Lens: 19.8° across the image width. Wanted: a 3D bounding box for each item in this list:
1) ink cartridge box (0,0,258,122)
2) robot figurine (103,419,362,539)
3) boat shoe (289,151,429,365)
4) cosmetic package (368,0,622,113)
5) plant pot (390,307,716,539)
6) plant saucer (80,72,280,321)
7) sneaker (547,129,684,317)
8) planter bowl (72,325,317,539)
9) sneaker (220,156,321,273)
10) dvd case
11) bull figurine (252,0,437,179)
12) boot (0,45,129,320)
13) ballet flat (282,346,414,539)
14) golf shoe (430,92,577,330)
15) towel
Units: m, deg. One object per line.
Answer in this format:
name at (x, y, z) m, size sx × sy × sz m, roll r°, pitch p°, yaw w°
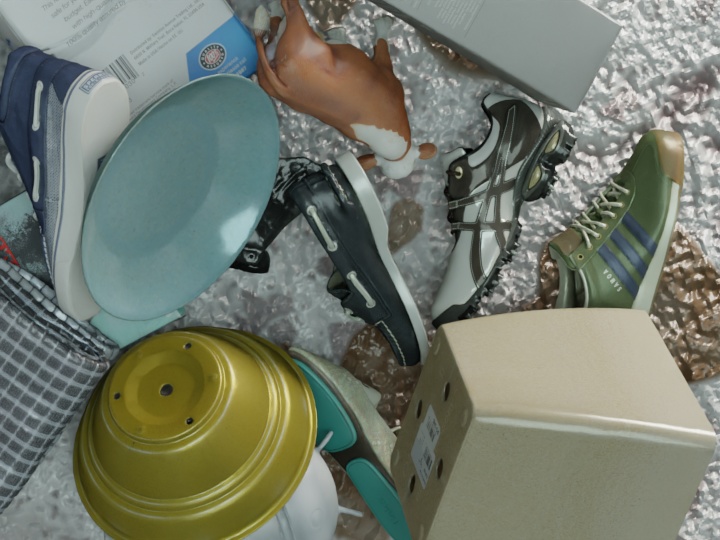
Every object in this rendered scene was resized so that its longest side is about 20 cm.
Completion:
ink cartridge box at (-0.191, -0.193, 1.576) m, size 0.146 × 0.086 × 0.201 m, roll -39°, pitch 100°, yaw -12°
robot figurine at (-0.103, 0.195, 1.632) m, size 0.198 × 0.113 × 0.171 m, roll -20°, pitch 101°, yaw -6°
boat shoe at (0.000, 0.000, 1.620) m, size 0.060 × 0.076 × 0.201 m, roll -26°, pitch 119°, yaw -5°
cosmetic package at (0.092, -0.208, 1.606) m, size 0.199 × 0.107 × 0.091 m, roll 31°, pitch 92°, yaw -17°
plant pot at (0.132, 0.143, 1.583) m, size 0.175 × 0.200 × 0.201 m, roll 12°, pitch 115°, yaw -17°
plant saucer at (-0.142, -0.060, 1.523) m, size 0.039 × 0.201 × 0.202 m, roll 32°, pitch 92°, yaw 31°
sneaker at (0.199, -0.021, 1.674) m, size 0.089 × 0.067 × 0.202 m, roll 10°, pitch 99°, yaw -15°
planter bowl at (-0.138, 0.109, 1.573) m, size 0.199 × 0.201 × 0.084 m, roll -27°, pitch 145°, yaw -4°
sneaker at (-0.114, -0.023, 1.631) m, size 0.104 × 0.060 × 0.200 m, roll 37°, pitch 87°, yaw -7°
dvd case at (-0.254, 0.017, 1.600) m, size 0.199 × 0.022 × 0.147 m, roll -26°, pitch 99°, yaw 17°
bull figurine at (-0.013, -0.150, 1.598) m, size 0.065 × 0.199 × 0.122 m, roll -23°, pitch 61°, yaw 27°
boot at (-0.222, -0.067, 1.531) m, size 0.090 × 0.073 × 0.202 m, roll 25°, pitch 122°, yaw 29°
ballet flat at (0.003, 0.134, 1.675) m, size 0.062 × 0.067 × 0.201 m, roll -45°, pitch 107°, yaw -40°
golf shoe at (0.093, -0.048, 1.659) m, size 0.094 × 0.078 × 0.201 m, roll 29°, pitch 85°, yaw -1°
towel at (-0.308, 0.069, 1.566) m, size 0.199 × 0.086 × 0.166 m, roll 36°, pitch 108°, yaw -4°
